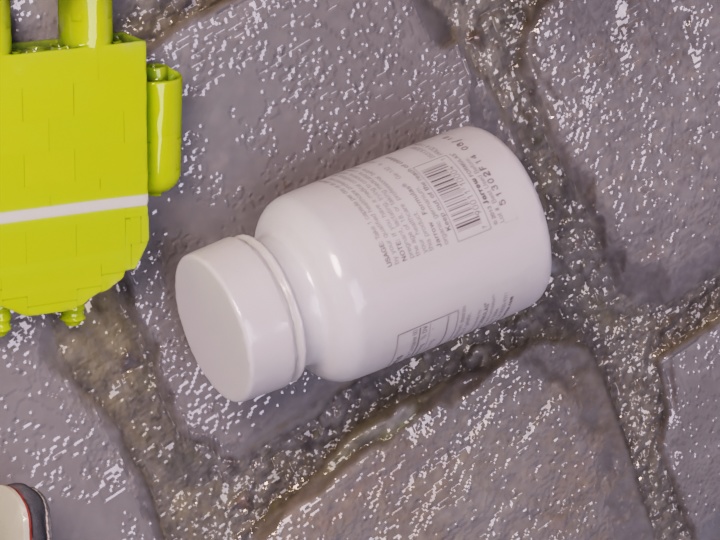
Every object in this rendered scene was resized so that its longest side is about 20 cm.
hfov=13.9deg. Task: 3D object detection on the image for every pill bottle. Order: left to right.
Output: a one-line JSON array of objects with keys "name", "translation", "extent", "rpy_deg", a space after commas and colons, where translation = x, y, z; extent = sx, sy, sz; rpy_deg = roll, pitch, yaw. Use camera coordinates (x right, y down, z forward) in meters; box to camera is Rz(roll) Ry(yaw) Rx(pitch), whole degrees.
[{"name": "pill bottle", "translation": [0.000, 0.000, 1.701], "extent": [0.199, 0.114, 0.115], "rpy_deg": [-22, 116, -25]}]

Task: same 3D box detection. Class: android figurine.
[{"name": "android figurine", "translation": [-0.177, -0.062, 1.616], "extent": [0.181, 0.041, 0.201], "rpy_deg": [-10, 110, -29]}]

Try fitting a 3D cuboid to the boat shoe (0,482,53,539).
[{"name": "boat shoe", "translation": [-0.189, 0.211, 1.681], "extent": [0.062, 0.071, 0.201], "rpy_deg": [-10, 113, -35]}]
